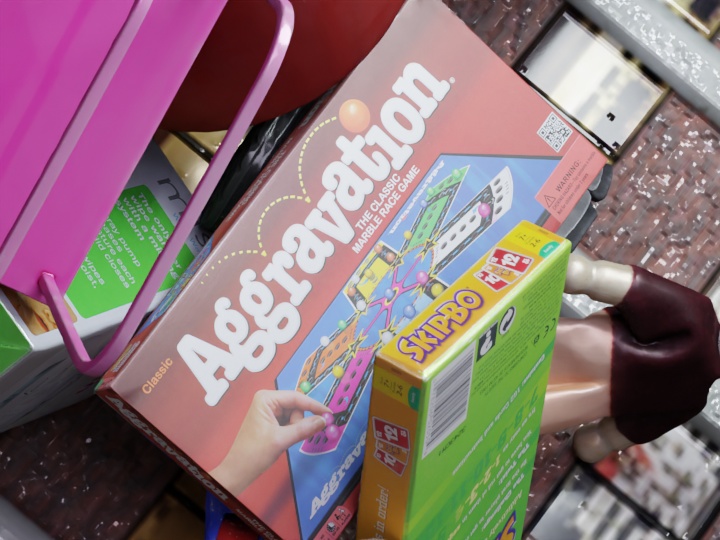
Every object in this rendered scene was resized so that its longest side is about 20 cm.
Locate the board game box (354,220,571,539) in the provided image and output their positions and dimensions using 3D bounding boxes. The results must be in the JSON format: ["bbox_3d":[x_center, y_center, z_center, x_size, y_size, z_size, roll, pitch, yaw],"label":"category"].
[{"bbox_3d":[0.033,0.083,1.055,0.030,0.200,0.096,26,45,25],"label":"board game box"}]

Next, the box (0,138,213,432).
[{"bbox_3d":[-0.164,-0.040,1.040,0.200,0.097,0.176,55,24,7],"label":"box"}]

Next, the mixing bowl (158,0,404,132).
[{"bbox_3d":[-0.054,-0.124,1.035,0.200,0.108,0.200,-16,46,17],"label":"mixing bowl"}]

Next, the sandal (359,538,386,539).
[{"bbox_3d":[-0.063,0.173,0.993,0.212,0.070,0.078,-36,104,9],"label":"sandal"}]

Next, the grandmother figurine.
[{"bbox_3d":[0.100,0.040,1.131,0.200,0.121,0.061,-8,60,1],"label":"grandmother figurine"}]

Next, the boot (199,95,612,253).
[{"bbox_3d":[0.029,-0.036,1.129,0.132,0.070,0.200,42,38,2],"label":"boot"}]

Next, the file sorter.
[{"bbox_3d":[-0.138,-0.074,0.844,0.200,0.125,0.139,27,99,-20],"label":"file sorter"}]

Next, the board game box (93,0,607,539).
[{"bbox_3d":[0.000,0.000,1.042,0.103,0.019,0.200,42,69,-14],"label":"board game box"}]

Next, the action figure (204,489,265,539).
[{"bbox_3d":[-0.034,0.102,1.082,0.065,0.099,0.200,11,77,18],"label":"action figure"}]
